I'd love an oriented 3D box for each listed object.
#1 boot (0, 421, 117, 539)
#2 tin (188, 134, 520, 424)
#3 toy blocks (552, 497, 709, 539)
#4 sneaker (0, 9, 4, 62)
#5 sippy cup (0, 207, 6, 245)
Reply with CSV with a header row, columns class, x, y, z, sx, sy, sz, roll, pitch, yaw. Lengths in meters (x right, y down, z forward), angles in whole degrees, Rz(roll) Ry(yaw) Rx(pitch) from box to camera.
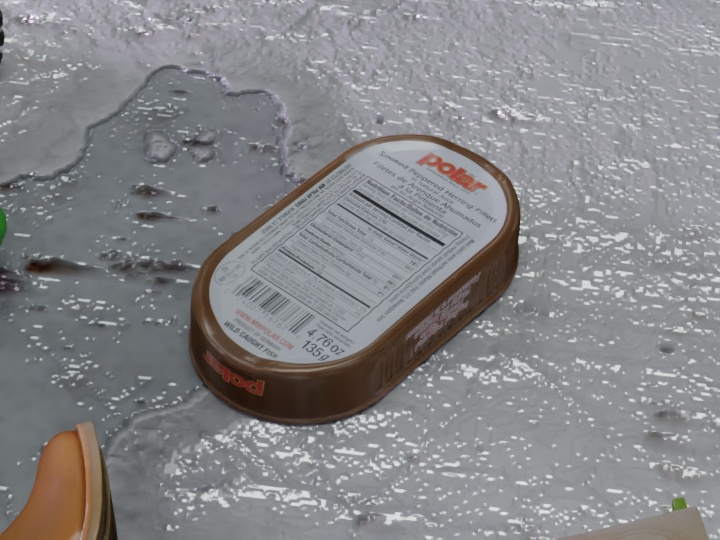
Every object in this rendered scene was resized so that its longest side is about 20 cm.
class,x,y,z,sx,sy,sz,roll,pitch,yaw
boot,-0.181,0.144,0.903,0.154,0.074,0.200,-2,42,1
tin,0.000,0.000,1.079,0.112,0.042,0.200,34,53,22
toy blocks,0.093,0.184,0.871,0.136,0.100,0.201,-13,46,0
sneaker,-0.288,-0.102,1.149,0.089,0.079,0.200,25,40,30
sippy cup,-0.248,-0.067,1.039,0.139,0.131,0.178,-7,22,-8
